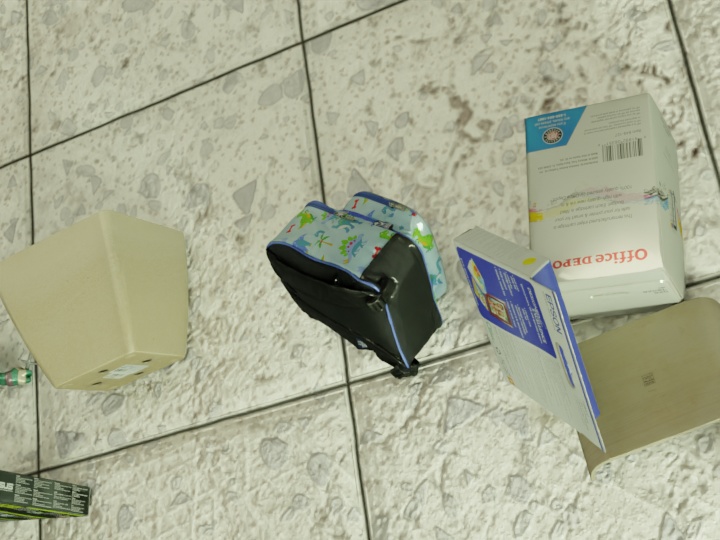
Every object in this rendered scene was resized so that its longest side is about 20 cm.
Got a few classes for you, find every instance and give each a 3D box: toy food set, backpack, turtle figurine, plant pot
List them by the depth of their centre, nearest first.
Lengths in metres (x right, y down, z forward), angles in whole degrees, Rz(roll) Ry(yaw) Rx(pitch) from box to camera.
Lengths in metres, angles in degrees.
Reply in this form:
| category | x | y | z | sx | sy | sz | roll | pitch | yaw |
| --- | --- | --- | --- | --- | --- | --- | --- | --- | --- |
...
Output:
| category | x | y | z | sx | sy | sz | roll | pitch | yaw |
| --- | --- | --- | --- | --- | --- | --- | --- | --- | --- |
| toy food set | 0.320 | 0.129 | 1.263 | 0.198 | 0.060 | 0.145 | -24 | 52 | 17 |
| backpack | 0.000 | 0.000 | 1.399 | 0.198 | 0.184 | 0.147 | 22 | 60 | 34 |
| plant pot | -0.342 | 0.055 | 1.554 | 0.198 | 0.199 | 0.180 | -23 | 75 | 18 |
| turtle figurine | -0.561 | 0.136 | 1.690 | 0.149 | 0.100 | 0.201 | 38 | 98 | 32 |

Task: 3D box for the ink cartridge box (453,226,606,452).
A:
| category | x | y | z | sx | sy | sz | roll | pitch | yaw |
| --- | --- | --- | --- | --- | --- | --- | --- | --- | --- |
| ink cartridge box | 0.189 | 0.066 | 1.226 | 0.047 | 0.200 | 0.199 | -30 | 27 | -17 |

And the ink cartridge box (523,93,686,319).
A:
| category | x | y | z | sx | sy | sz | roll | pitch | yaw |
| --- | --- | --- | --- | --- | --- | --- | --- | --- | --- |
| ink cartridge box | 0.274 | -0.064 | 1.293 | 0.145 | 0.144 | 0.204 | -7 | 70 | 25 |

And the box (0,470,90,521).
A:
| category | x | y | z | sx | sy | sz | roll | pitch | yaw |
| --- | --- | --- | --- | --- | --- | --- | --- | --- | --- |
| box | -0.492 | 0.299 | 1.535 | 0.190 | 0.200 | 0.048 | -11 | 69 | 24 |
